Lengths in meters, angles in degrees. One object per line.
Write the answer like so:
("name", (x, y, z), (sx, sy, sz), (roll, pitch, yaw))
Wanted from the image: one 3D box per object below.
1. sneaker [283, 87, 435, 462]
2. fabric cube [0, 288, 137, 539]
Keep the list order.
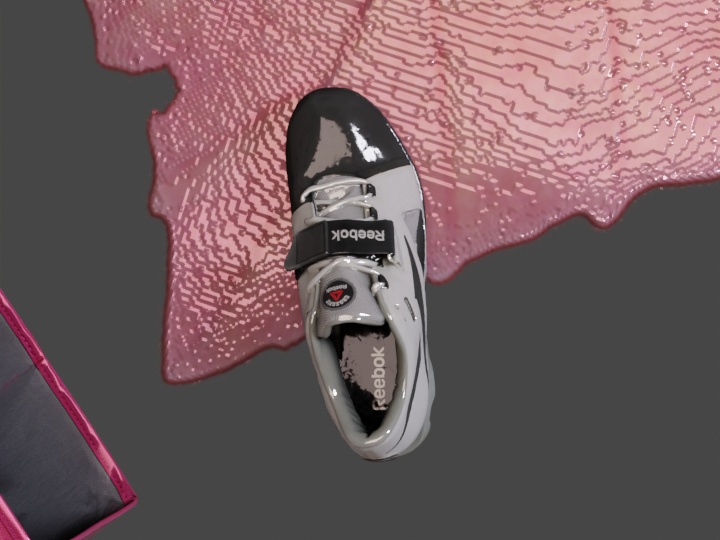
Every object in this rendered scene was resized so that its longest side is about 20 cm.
("sneaker", (0.000, 0.000, 1.042), (0.073, 0.088, 0.202), (-12, 87, 8))
("fabric cube", (-0.265, 0.105, 1.021), (0.199, 0.196, 0.201), (-34, 87, 8))
